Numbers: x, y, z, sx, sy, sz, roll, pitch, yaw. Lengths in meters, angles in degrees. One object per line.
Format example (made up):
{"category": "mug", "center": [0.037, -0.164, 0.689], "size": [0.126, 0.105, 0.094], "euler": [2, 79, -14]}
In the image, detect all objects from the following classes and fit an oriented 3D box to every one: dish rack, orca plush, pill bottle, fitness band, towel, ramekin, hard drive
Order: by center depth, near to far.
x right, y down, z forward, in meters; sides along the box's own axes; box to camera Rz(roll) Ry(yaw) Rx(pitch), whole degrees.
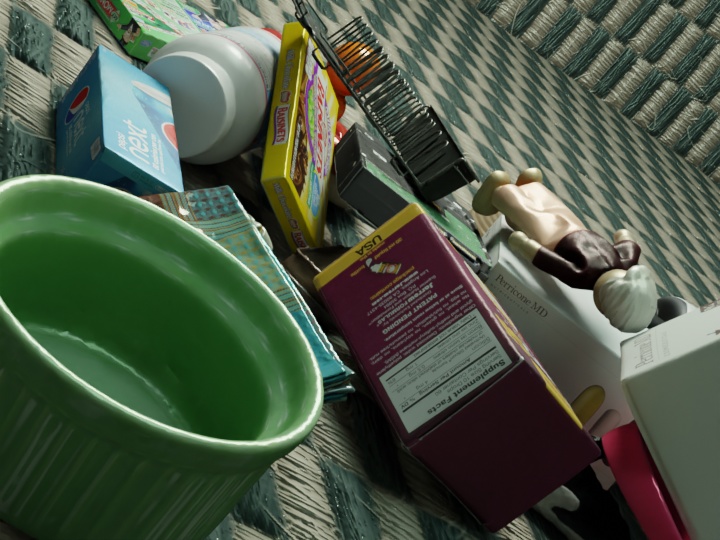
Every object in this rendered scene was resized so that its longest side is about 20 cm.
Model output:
{"category": "ramekin", "center": [-0.127, 0.052, 0.794], "size": [0.200, 0.098, 0.200], "euler": [30, 24, -15]}
{"category": "towel", "center": [-0.108, 0.017, 0.980], "size": [0.146, 0.022, 0.200], "euler": [-8, 44, -28]}
{"category": "fitness band", "center": [0.231, 0.191, 1.184], "size": [0.200, 0.037, 0.144], "euler": [45, 26, -59]}
{"category": "orca plush", "center": [0.163, 0.160, 1.195], "size": [0.105, 0.071, 0.200], "euler": [18, 26, -49]}
{"category": "dish rack", "center": [0.013, -0.154, 1.302], "size": [0.200, 0.055, 0.153], "euler": [52, 6, -23]}
{"category": "hard drive", "center": [0.041, -0.054, 1.327], "size": [0.140, 0.038, 0.200], "euler": [37, 10, -12]}
{"category": "pill bottle", "center": [-0.122, -0.148, 1.332], "size": [0.109, 0.109, 0.200], "euler": [40, 17, 3]}

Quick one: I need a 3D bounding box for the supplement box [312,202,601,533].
{"category": "supplement box", "center": [0.065, 0.066, 1.130], "size": [0.131, 0.103, 0.200], "euler": [49, 7, -41]}

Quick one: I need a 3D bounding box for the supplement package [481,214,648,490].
{"category": "supplement package", "center": [0.165, 0.069, 1.365], "size": [0.200, 0.111, 0.156], "euler": [37, 17, -5]}

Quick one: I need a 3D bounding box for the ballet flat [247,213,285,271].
{"category": "ballet flat", "center": [-0.087, 0.005, 1.072], "size": [0.073, 0.073, 0.200], "euler": [27, 22, -34]}

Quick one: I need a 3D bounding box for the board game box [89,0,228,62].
{"category": "board game box", "center": [-0.179, -0.232, 1.565], "size": [0.200, 0.029, 0.135], "euler": [19, 27, -49]}

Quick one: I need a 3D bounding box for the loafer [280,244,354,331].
{"category": "loafer", "center": [0.000, 0.000, 1.267], "size": [0.073, 0.071, 0.200], "euler": [45, 18, 20]}

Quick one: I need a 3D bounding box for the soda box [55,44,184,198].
{"category": "soda box", "center": [-0.178, -0.090, 1.145], "size": [0.068, 0.064, 0.200], "euler": [31, 19, -24]}

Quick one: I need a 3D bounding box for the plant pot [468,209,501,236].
{"category": "plant pot", "center": [0.176, -0.009, 1.621], "size": [0.201, 0.093, 0.201], "euler": [34, 18, -13]}

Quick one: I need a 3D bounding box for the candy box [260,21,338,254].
{"category": "candy box", "center": [-0.049, -0.109, 1.322], "size": [0.102, 0.026, 0.200], "euler": [71, 17, -44]}

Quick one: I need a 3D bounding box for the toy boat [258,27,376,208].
{"category": "toy boat", "center": [-0.035, -0.163, 1.491], "size": [0.200, 0.131, 0.130], "euler": [48, 10, 25]}

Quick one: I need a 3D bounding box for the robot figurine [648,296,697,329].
{"category": "robot figurine", "center": [0.329, 0.107, 1.593], "size": [0.200, 0.125, 0.150], "euler": [33, 53, -19]}

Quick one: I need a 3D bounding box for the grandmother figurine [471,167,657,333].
{"category": "grandmother figurine", "center": [0.180, -0.016, 1.303], "size": [0.121, 0.061, 0.200], "euler": [-14, 39, -23]}

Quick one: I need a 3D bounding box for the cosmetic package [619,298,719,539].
{"category": "cosmetic package", "center": [0.312, 0.100, 1.154], "size": [0.165, 0.200, 0.165], "euler": [66, 11, -3]}
